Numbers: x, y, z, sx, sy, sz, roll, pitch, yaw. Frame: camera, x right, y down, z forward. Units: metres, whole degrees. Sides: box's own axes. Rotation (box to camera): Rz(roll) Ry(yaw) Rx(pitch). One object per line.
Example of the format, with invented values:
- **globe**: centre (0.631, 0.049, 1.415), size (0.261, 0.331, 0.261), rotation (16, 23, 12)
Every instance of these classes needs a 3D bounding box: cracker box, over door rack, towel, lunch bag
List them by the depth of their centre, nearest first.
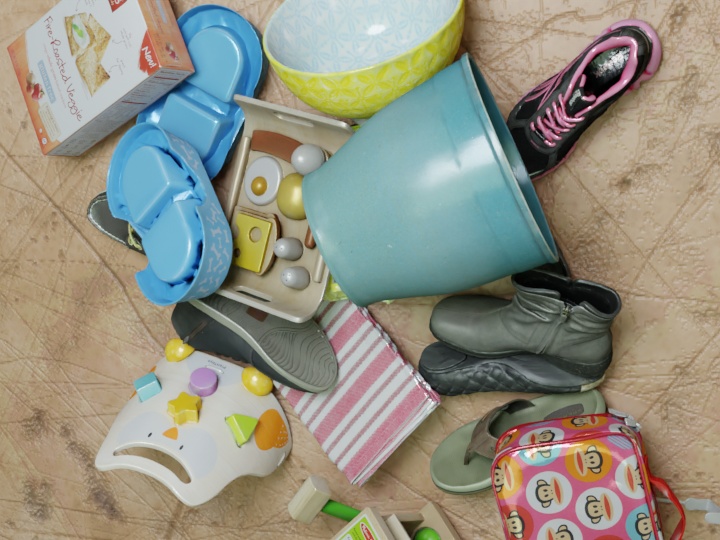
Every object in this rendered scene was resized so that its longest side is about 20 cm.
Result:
- **lunch bag**: centre (0.227, 0.243, 1.072), size (0.174, 0.082, 0.202), rotation (-10, 99, 12)
- **over door rack**: centre (0.263, 0.292, 1.153), size (0.197, 0.067, 0.150), rotation (9, 104, 9)
- **cracker box**: centre (-0.282, -0.227, 1.175), size (0.199, 0.057, 0.135), rotation (-28, 78, 31)
- **towel**: centre (-0.018, 0.114, 1.195), size (0.147, 0.030, 0.200), rotation (-49, 67, 23)

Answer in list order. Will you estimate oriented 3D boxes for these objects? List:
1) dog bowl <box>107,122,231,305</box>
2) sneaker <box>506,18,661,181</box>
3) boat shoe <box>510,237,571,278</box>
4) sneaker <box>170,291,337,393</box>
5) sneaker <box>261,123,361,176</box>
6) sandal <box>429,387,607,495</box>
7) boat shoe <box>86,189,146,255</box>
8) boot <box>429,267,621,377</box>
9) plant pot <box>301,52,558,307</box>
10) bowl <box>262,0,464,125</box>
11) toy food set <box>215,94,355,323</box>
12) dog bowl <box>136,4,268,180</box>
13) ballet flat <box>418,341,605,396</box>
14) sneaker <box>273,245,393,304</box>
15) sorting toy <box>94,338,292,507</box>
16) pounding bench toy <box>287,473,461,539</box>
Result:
- **dog bowl**: centre (-0.194, -0.057, 1.121), size (0.111, 0.049, 0.201), rotation (-43, 60, 30)
- **sneaker**: centre (0.201, -0.160, 1.053), size (0.079, 0.095, 0.200), rotation (44, 112, 2)
- **boat shoe**: centre (0.139, -0.054, 1.102), size (0.200, 0.065, 0.073), rotation (41, 79, -2)
- **sneaker**: centre (-0.117, 0.075, 1.203), size (0.199, 0.075, 0.106), rotation (38, 146, 3)
- **sneaker**: centre (-0.012, -0.107, 1.146), size (0.198, 0.074, 0.085), rotation (-12, 97, 29)
- **sandal**: centre (0.157, 0.166, 1.144), size (0.200, 0.080, 0.057), rotation (-28, 136, 14)
- **boat shoe**: centre (-0.223, -0.047, 1.227), size (0.199, 0.061, 0.073), rotation (15, 106, 14)
- **boot**: centre (0.159, 0.034, 1.084), size (0.198, 0.068, 0.131), rotation (11, 150, 19)
- **plant pot**: centre (0.055, -0.063, 0.996), size (0.186, 0.200, 0.202), rotation (-24, 94, 14)
- **bowl**: centre (0.012, -0.206, 1.072), size (0.198, 0.201, 0.108), rotation (-2, 134, 17)
- **toy food set**: centre (-0.091, -0.064, 1.106), size (0.142, 0.060, 0.202), rotation (17, 96, 27)
- **dog bowl**: centre (-0.167, -0.188, 1.185), size (0.111, 0.050, 0.202), rotation (29, 108, 9)
- **ballet flat**: centre (0.158, 0.102, 1.156), size (0.197, 0.067, 0.057), rotation (1, 145, 17)
- **sneaker**: centre (0.000, 0.000, 1.136), size (0.198, 0.075, 0.077), rotation (-23, 67, 11)
- **sorting toy**: centre (-0.193, 0.179, 1.197), size (0.198, 0.180, 0.108), rotation (18, 124, 12)
- **pounding bench toy**: centre (0.024, 0.310, 1.192), size (0.124, 0.155, 0.201), rotation (-45, 60, 22)
